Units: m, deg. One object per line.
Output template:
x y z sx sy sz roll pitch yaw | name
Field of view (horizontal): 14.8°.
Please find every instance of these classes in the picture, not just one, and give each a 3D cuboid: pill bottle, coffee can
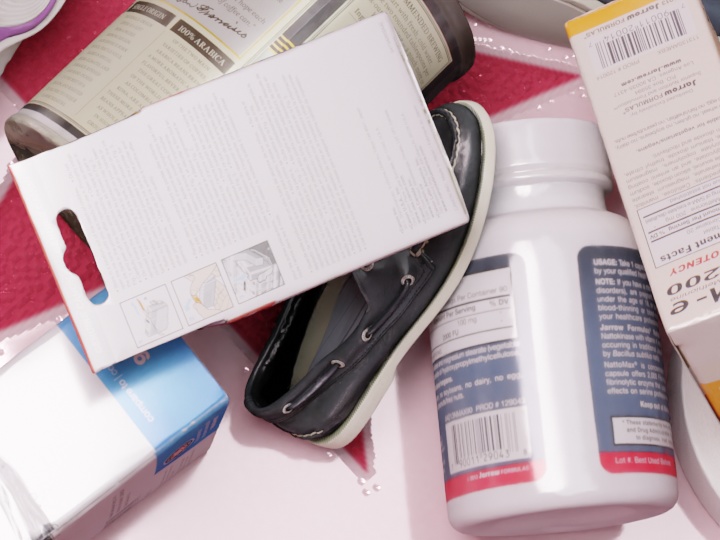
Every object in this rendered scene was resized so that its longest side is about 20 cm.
0.094 0.030 1.429 0.119 0.120 0.201 -3 78 -9 | pill bottle
-0.061 -0.091 1.418 0.146 0.146 0.200 45 76 3 | coffee can

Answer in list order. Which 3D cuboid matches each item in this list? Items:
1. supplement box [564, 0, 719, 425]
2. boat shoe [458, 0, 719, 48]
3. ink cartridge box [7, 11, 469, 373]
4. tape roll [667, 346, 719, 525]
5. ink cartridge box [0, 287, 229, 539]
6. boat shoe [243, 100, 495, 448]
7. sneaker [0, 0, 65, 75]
0.177 -0.032 1.409 0.073 0.126 0.201 -22 56 11 | supplement box
0.137 -0.153 1.497 0.199 0.075 0.062 13 78 -6 | boat shoe
-0.060 -0.035 1.313 0.199 0.050 0.109 -23 92 -17 | ink cartridge box
0.263 0.067 1.486 0.202 0.037 0.204 2 77 -7 | tape roll
-0.170 0.104 1.361 0.200 0.145 0.084 -38 85 -14 | ink cartridge box
-0.001 -0.001 1.401 0.066 0.200 0.075 13 29 -36 | boat shoe
-0.213 -0.123 1.419 0.075 0.100 0.201 26 91 -35 | sneaker
